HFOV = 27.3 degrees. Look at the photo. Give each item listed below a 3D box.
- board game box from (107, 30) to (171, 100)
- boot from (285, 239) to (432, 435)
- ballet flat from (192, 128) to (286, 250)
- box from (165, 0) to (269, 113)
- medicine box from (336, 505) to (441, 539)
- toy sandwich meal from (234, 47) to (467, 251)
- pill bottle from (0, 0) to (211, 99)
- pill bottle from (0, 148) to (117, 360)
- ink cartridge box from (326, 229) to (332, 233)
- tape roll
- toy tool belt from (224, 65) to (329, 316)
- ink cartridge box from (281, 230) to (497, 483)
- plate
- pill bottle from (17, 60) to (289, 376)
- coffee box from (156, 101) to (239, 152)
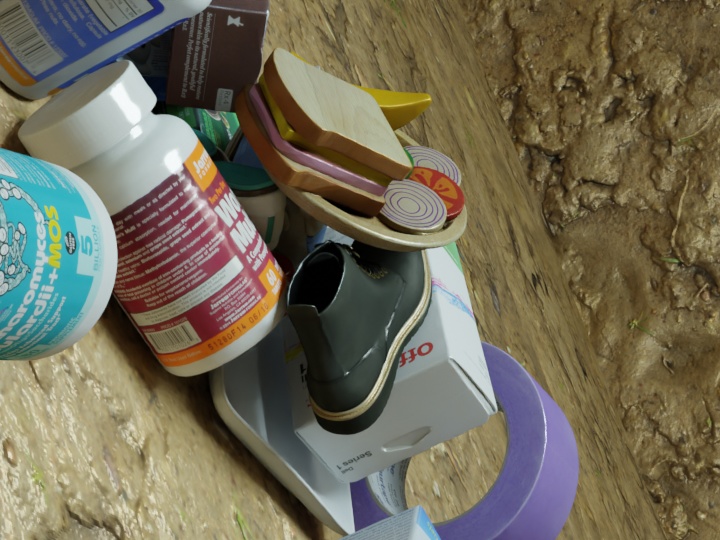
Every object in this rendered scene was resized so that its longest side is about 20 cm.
[{"bbox_3d":[-0.192,-0.233,1.214,0.200,0.043,0.200,-9,71,-63],"label":"board game box"},{"bbox_3d":[0.000,0.000,1.094,0.139,0.077,0.201,72,22,-46],"label":"boot"},{"bbox_3d":[-0.121,-0.060,1.139,0.200,0.069,0.070,29,-19,50],"label":"ballet flat"},{"bbox_3d":[-0.111,-0.226,1.171,0.201,0.074,0.101,-95,-166,-44],"label":"box"},{"bbox_3d":[0.034,0.304,1.070,0.183,0.102,0.200,61,14,-13],"label":"medicine box"},{"bbox_3d":[0.001,-0.095,1.094,0.204,0.070,0.206,24,30,-14],"label":"toy sandwich meal"},{"bbox_3d":[-0.170,-0.210,1.025,0.112,0.199,0.112,57,16,-26],"label":"pill bottle"},{"bbox_3d":[-0.210,-0.012,0.731,0.111,0.110,0.200,67,15,11],"label":"pill bottle"},{"bbox_3d":[-0.012,-0.064,1.439,0.200,0.082,0.147,-106,-178,-65],"label":"ink cartridge box"},{"bbox_3d":[0.080,0.165,1.271,0.085,0.199,0.201,45,24,-51],"label":"tape roll"},{"bbox_3d":[-0.057,-0.070,1.194,0.201,0.124,0.123,-82,-174,-50],"label":"toy tool belt"},{"bbox_3d":[0.016,0.052,1.218,0.084,0.144,0.201,51,20,-40],"label":"ink cartridge box"},{"bbox_3d":[-0.072,0.093,1.192,0.200,0.032,0.201,53,18,-39],"label":"plate"},{"bbox_3d":[-0.140,-0.035,1.017,0.201,0.109,0.110,59,15,-22],"label":"pill bottle"},{"bbox_3d":[-0.111,-0.089,1.339,0.200,0.044,0.124,47,22,-49],"label":"coffee box"}]
